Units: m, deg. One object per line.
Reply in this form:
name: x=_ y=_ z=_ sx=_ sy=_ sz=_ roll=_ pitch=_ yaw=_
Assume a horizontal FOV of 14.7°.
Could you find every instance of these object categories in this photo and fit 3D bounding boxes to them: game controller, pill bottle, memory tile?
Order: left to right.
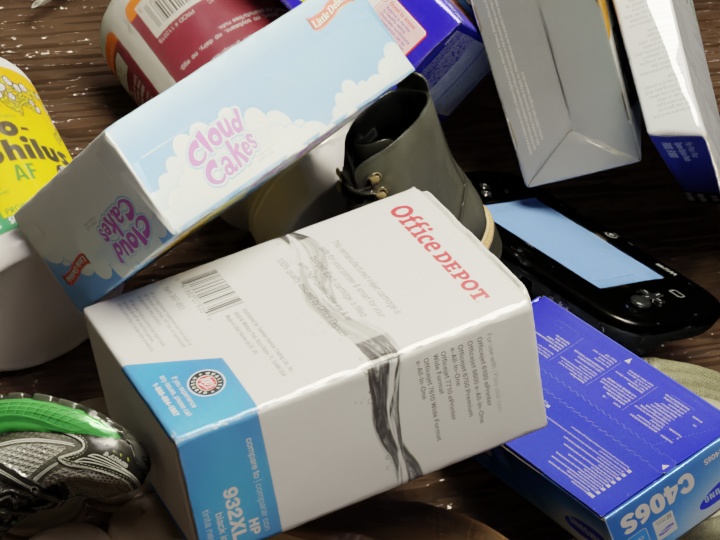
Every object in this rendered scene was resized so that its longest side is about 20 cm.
pill bottle: x=-0.219 y=-0.051 z=1.578 sx=0.112 sy=0.113 sz=0.200 roll=-10 pitch=52 yaw=-29
memory tile: x=-0.101 y=0.103 z=1.483 sx=0.199 sy=0.017 sz=0.153 roll=-19 pitch=33 yaw=-16
pill bottle: x=-0.062 y=-0.096 z=1.682 sx=0.114 sy=0.114 sz=0.200 roll=-17 pitch=56 yaw=-33
game controller: x=0.122 y=-0.010 z=1.686 sx=0.104 sy=0.042 sz=0.200 roll=-18 pitch=40 yaw=-41

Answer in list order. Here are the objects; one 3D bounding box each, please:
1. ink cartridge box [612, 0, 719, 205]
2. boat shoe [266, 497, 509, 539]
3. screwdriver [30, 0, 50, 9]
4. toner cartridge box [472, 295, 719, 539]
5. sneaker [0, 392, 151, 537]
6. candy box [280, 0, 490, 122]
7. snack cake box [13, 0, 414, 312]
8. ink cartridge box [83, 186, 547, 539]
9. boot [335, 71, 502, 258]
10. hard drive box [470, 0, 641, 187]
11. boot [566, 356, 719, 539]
ink cartridge box: x=0.197 y=-0.108 z=1.736 sx=0.040 sy=0.200 sz=0.201 roll=-16 pitch=75 yaw=11
boat shoe: x=0.008 y=0.167 z=1.490 sx=0.199 sy=0.072 sz=0.072 roll=15 pitch=29 yaw=1
screwdriver: x=-0.152 y=-0.210 z=1.819 sx=0.029 sy=0.028 sz=0.200 roll=14 pitch=35 yaw=38
toner cartridge box: x=0.122 y=0.087 z=1.546 sx=0.095 sy=0.043 sz=0.200 roll=-33 pitch=33 yaw=-14
sneaker: x=-0.197 y=0.122 z=1.416 sx=0.199 sy=0.078 sz=0.086 roll=-15 pitch=56 yaw=15
candy box: x=0.001 y=-0.179 z=1.718 sx=0.169 sy=0.077 sz=0.200 roll=48 pitch=8 yaw=7
snack cake box: x=-0.077 y=-0.069 z=1.497 sx=0.200 sy=0.115 sz=0.067 roll=-37 pitch=93 yaw=-38
ink cartridge box: x=-0.023 y=0.050 z=1.451 sx=0.199 sy=0.084 sz=0.145 roll=-20 pitch=33 yaw=-15
boot: x=0.000 y=0.000 z=1.572 sx=0.077 sy=0.139 sz=0.201 roll=7 pitch=52 yaw=29
hard drive box: x=0.121 y=-0.168 z=1.749 sx=0.076 sy=0.157 sz=0.200 roll=-13 pitch=26 yaw=11
boot: x=0.155 y=0.126 z=1.588 sx=0.199 sy=0.072 sz=0.155 roll=-6 pitch=49 yaw=-27
